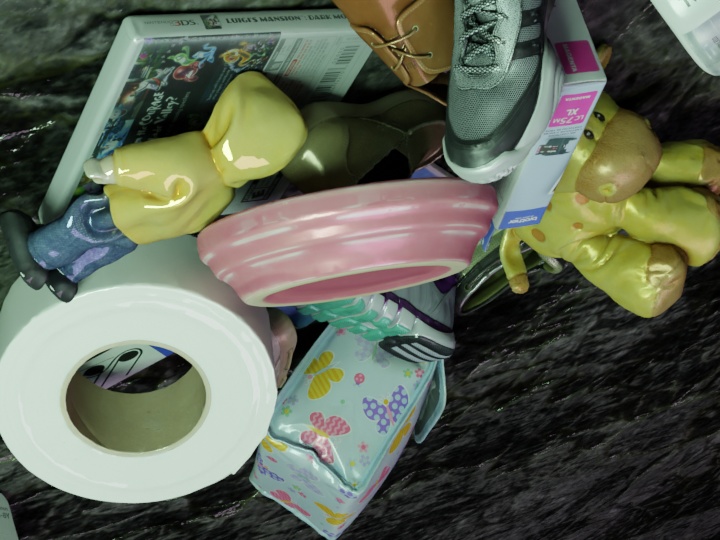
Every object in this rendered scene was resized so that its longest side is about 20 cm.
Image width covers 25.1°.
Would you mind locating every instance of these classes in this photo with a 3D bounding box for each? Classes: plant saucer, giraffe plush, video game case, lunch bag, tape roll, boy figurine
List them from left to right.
[{"bbox_3d":[-0.158,0.070,1.143,0.200,0.071,0.204,-5,127,-6],"label":"tape roll"},{"bbox_3d":[-0.127,-0.054,1.006,0.199,0.065,0.124,-32,158,12],"label":"boy figurine"},{"bbox_3d":[-0.100,-0.097,1.055,0.180,0.024,0.200,-9,151,-34],"label":"video game case"},{"bbox_3d":[-0.006,-0.014,1.054,0.198,0.051,0.201,-9,173,-1],"label":"plant saucer"},{"bbox_3d":[0.004,0.112,1.397,0.201,0.126,0.170,-56,174,-24],"label":"lunch bag"},{"bbox_3d":[0.177,-0.081,1.230,0.198,0.174,0.163,3,148,15],"label":"giraffe plush"}]

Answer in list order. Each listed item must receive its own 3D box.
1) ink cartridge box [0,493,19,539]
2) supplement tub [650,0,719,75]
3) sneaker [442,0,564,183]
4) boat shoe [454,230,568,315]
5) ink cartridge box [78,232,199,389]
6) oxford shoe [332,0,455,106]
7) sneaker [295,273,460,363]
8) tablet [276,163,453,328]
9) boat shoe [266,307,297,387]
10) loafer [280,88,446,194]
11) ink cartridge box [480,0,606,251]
[{"bbox_3d":[-0.412,0.270,1.404,0.199,0.084,0.145,-34,154,17],"label":"ink cartridge box"},{"bbox_3d":[0.276,-0.227,1.033,0.199,0.123,0.122,-35,154,20],"label":"supplement tub"},{"bbox_3d":[0.071,-0.159,0.939,0.075,0.202,0.114,9,168,37],"label":"sneaker"},{"bbox_3d":[0.155,-0.025,1.382,0.199,0.066,0.072,-28,155,4],"label":"boat shoe"},{"bbox_3d":[-0.179,0.041,1.221,0.199,0.045,0.094,-29,157,6],"label":"ink cartridge box"},{"bbox_3d":[0.027,-0.155,0.981,0.071,0.072,0.199,-16,153,32],"label":"oxford shoe"},{"bbox_3d":[0.000,0.000,1.279,0.074,0.088,0.199,-12,147,44],"label":"sneaker"},{"bbox_3d":[-0.005,-0.020,1.306,0.199,0.014,0.130,-35,154,17],"label":"tablet"},{"bbox_3d":[-0.083,0.069,1.307,0.065,0.072,0.200,-36,174,-11],"label":"boat shoe"},{"bbox_3d":[0.008,-0.075,1.109,0.076,0.068,0.199,-44,164,32],"label":"loafer"},{"bbox_3d":[0.106,-0.114,1.094,0.042,0.120,0.201,-7,151,-17],"label":"ink cartridge box"}]
